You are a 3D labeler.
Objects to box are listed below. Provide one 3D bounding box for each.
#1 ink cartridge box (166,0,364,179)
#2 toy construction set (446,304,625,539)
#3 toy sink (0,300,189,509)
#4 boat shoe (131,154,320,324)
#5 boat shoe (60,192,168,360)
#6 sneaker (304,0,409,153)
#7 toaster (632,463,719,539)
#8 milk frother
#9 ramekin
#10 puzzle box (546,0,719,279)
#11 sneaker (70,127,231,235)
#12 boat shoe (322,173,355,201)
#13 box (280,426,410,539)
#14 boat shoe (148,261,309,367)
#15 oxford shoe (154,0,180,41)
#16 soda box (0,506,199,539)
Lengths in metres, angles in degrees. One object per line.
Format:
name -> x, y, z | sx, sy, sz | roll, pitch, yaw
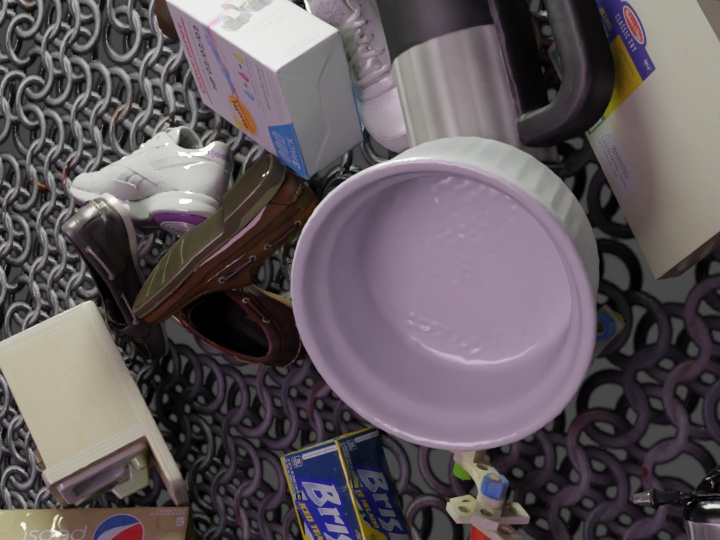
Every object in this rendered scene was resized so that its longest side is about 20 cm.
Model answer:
ink cartridge box -> -0.092, -0.177, 0.894 | 0.200, 0.068, 0.115 | 38, 156, 37
toy construction set -> 0.112, 0.105, 0.814 | 0.131, 0.092, 0.201 | 22, 95, 31
toy sink -> -0.259, 0.156, 1.022 | 0.201, 0.112, 0.130 | 59, 164, 16
boat shoe -> -0.117, -0.009, 0.919 | 0.200, 0.068, 0.072 | -40, 28, 25
boat shoe -> -0.234, 0.017, 1.006 | 0.067, 0.057, 0.201 | 33, 145, 37
sneaker -> -0.006, -0.188, 0.863 | 0.075, 0.099, 0.201 | -26, 80, 31
toaster -> 0.293, 0.167, 0.631 | 0.199, 0.180, 0.120 | -6, 91, 34
milk frother -> 0.054, -0.150, 0.750 | 0.180, 0.199, 0.189 | -23, 79, 63
ramekin -> 0.064, 0.009, 0.705 | 0.199, 0.098, 0.202 | 9, 115, 19
puzzle box -> 0.207, -0.113, 0.716 | 0.133, 0.025, 0.201 | -50, 54, 52
sneaker -> -0.197, -0.086, 1.024 | 0.199, 0.075, 0.100 | 6, 75, 36
boat shoe -> 0.000, 0.000, 0.867 | 0.072, 0.071, 0.201 | -46, 51, 36
box -> 0.001, 0.242, 0.910 | 0.070, 0.064, 0.201 | -22, 81, 34
boat shoe -> -0.132, 0.034, 0.985 | 0.199, 0.070, 0.071 | 19, 108, 34
oxford shoe -> -0.170, -0.314, 0.986 | 0.084, 0.072, 0.201 | 6, 96, 39
soda box -> -0.261, 0.274, 1.023 | 0.199, 0.068, 0.064 | -1, 135, 2
